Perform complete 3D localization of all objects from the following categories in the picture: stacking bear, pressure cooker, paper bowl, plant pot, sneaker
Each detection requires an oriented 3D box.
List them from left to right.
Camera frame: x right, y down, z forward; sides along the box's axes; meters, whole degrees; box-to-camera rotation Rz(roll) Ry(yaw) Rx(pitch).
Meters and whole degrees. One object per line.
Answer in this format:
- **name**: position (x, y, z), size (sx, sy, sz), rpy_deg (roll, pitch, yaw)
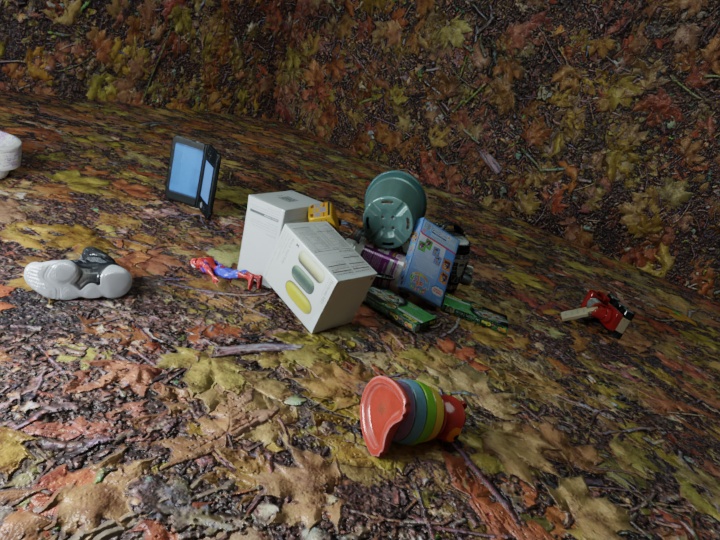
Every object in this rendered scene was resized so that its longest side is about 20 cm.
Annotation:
- **paper bowl**: position (-1.023, -0.311, 1.540), size (0.194, 0.107, 0.202), rpy_deg (16, 19, -5)
- **sneaker**: position (-0.566, 0.002, 1.141), size (0.196, 0.078, 0.113), rpy_deg (7, 20, -43)
- **plant pot**: position (0.090, -0.169, 1.671), size (0.194, 0.206, 0.197), rpy_deg (18, 24, 4)
- **stacking bear**: position (0.105, 0.252, 1.002), size (0.195, 0.124, 0.114), rpy_deg (16, 23, -34)
- **pressure cooker**: position (0.249, -0.053, 1.791), size (0.173, 0.206, 0.177), rpy_deg (16, 18, -3)

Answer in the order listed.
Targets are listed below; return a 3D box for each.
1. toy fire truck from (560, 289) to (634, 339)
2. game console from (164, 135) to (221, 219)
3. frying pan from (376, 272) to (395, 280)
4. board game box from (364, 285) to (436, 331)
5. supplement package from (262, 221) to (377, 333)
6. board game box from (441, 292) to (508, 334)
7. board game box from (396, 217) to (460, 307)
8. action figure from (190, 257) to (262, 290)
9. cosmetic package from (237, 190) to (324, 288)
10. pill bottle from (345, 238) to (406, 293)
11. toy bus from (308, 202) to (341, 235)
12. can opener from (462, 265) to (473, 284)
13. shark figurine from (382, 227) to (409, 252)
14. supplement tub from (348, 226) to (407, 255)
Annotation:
- **toy fire truck**: position (0.764, 0.133, 1.892), size (0.195, 0.131, 0.177), rpy_deg (25, 18, -8)
- **game console**: position (-0.515, -0.285, 1.758), size (0.113, 0.206, 0.176), rpy_deg (2, 24, -32)
- **frying pan**: position (-0.011, 0.013, 1.565), size (0.187, 0.031, 0.116), rpy_deg (29, 67, 22)
- **board game box**: position (0.095, 0.096, 1.503), size (0.197, 0.024, 0.103), rpy_deg (30, 22, 34)
- **supplement package**: position (-0.096, 0.010, 1.335), size (0.200, 0.154, 0.148), rpy_deg (44, 30, 26)
- **board game box**: position (0.331, 0.122, 1.661), size (0.194, 0.024, 0.105), rpy_deg (21, 22, 7)
- **board game box**: position (0.193, -0.021, 1.612), size (0.149, 0.206, 0.036), rpy_deg (27, -16, -30)
- **action figure**: position (-0.329, 0.005, 1.371), size (0.195, 0.053, 0.065), rpy_deg (20, 13, 22)
- **cosmetic package**: position (-0.202, -0.085, 1.483), size (0.120, 0.206, 0.198), rpy_deg (22, 20, 22)
- **pill bottle**: position (0.038, -0.019, 1.652), size (0.194, 0.116, 0.112), rpy_deg (21, 20, 11)
- **toy bus**: position (-0.081, -0.072, 1.483), size (0.075, 0.204, 0.066), rpy_deg (-8, 40, 2)
- **can opener**: position (0.293, -0.015, 1.949), size (0.195, 0.054, 0.066), rpy_deg (23, 21, 15)
- **shark figurine**: position (0.111, -0.114, 1.878), size (0.212, 0.089, 0.130), rpy_deg (37, 45, -13)
- **supplement tub**: position (0.059, -0.051, 1.767), size (0.196, 0.110, 0.106), rpy_deg (26, 21, 21)
